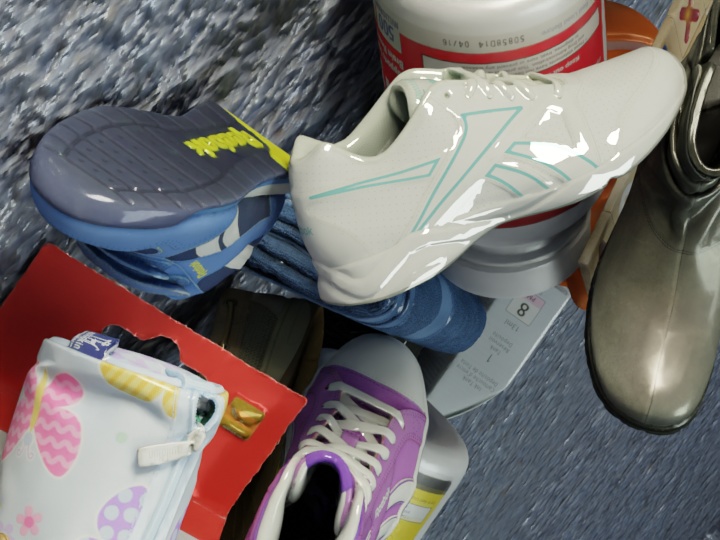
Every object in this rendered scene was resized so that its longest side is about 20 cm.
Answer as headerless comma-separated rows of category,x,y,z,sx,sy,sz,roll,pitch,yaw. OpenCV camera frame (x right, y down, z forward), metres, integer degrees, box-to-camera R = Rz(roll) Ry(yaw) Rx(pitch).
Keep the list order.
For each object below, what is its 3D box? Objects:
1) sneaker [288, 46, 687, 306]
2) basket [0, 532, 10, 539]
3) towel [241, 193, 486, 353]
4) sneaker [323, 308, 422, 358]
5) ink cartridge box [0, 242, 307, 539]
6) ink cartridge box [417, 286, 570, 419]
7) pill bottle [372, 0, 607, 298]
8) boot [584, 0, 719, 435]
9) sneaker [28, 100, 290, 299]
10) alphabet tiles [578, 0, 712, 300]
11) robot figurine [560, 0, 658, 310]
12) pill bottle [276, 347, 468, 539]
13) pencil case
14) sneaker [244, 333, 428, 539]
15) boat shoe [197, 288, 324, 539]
sneaker,0.058,-0.061,1.160,0.199,0.081,0.070,-28,-164,-14
basket,-0.228,0.177,1.009,0.200,0.149,0.143,-44,162,-31
towel,0.000,0.000,1.350,0.049,0.111,0.200,-65,164,0
sneaker,0.002,0.044,1.547,0.200,0.060,0.105,-46,158,-37
ink cartridge box,-0.132,0.112,1.160,0.160,0.050,0.201,32,99,-29
ink cartridge box,0.055,0.075,1.687,0.201,0.057,0.163,-59,-173,3
pill bottle,0.068,-0.087,1.270,0.112,0.112,0.201,-43,144,-31
boot,0.153,-0.032,1.213,0.131,0.067,0.202,91,11,-74
sneaker,-0.089,-0.023,1.124,0.083,0.074,0.200,-55,163,16
alphabet tiles,0.162,-0.054,1.346,0.201,0.007,0.168,-63,152,-27
robot figurine,0.137,-0.069,1.479,0.143,0.201,0.117,0,153,-28
pill bottle,-0.035,0.152,1.427,0.201,0.112,0.112,-57,164,12
pencil case,-0.121,0.129,1.102,0.083,0.090,0.202,20,88,-64
sneaker,-0.007,0.097,1.245,0.115,0.072,0.201,110,2,-56
boat shoe,-0.076,0.088,1.309,0.072,0.064,0.201,95,13,-49
